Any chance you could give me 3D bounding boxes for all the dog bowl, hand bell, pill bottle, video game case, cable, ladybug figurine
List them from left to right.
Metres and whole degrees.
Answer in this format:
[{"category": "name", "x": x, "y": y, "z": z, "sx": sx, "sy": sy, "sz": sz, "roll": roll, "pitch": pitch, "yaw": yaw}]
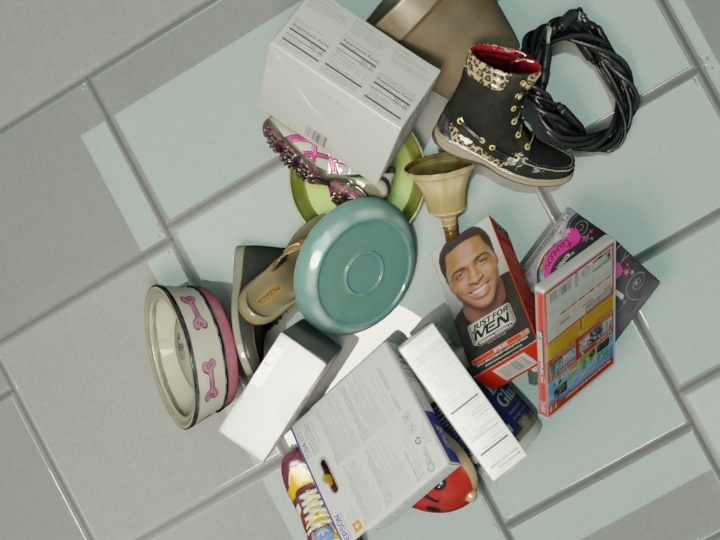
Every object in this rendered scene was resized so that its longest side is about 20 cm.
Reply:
[{"category": "dog bowl", "x": -0.233, "y": 0.113, "z": 1.615, "sx": 0.073, "sy": 0.199, "sz": 0.204, "roll": -13, "pitch": 90, "yaw": -25}, {"category": "ladybug figurine", "x": 0.071, "y": 0.269, "z": 1.605, "sx": 0.198, "sy": 0.072, "sz": 0.138, "roll": 24, "pitch": 124, "yaw": 28}, {"category": "hand bell", "x": 0.125, "y": -0.053, "z": 1.618, "sx": 0.102, "sy": 0.104, "sz": 0.203, "roll": -7, "pitch": 111, "yaw": 6}, {"category": "pill bottle", "x": 0.147, "y": 0.176, "z": 1.607, "sx": 0.111, "sy": 0.111, "sz": 0.200, "roll": -43, "pitch": 87, "yaw": 5}, {"category": "video game case", "x": 0.272, "y": 0.072, "z": 1.462, "sx": 0.017, "sy": 0.142, "sz": 0.203, "roll": 26, "pitch": 136, "yaw": 41}, {"category": "cable", "x": 0.298, "y": -0.247, "z": 1.583, "sx": 0.162, "sy": 0.051, "sz": 0.202, "roll": -34, "pitch": 101, "yaw": -27}]

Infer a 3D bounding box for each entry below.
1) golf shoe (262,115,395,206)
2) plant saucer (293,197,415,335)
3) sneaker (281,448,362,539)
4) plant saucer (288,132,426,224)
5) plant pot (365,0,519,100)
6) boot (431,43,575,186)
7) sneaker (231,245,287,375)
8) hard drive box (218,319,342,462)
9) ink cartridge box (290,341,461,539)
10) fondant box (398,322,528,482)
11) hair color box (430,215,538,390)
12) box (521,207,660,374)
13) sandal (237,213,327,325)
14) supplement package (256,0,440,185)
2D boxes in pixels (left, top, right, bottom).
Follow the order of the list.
[{"category": "golf shoe", "x": -0.045, "y": -0.159, "z": 1.617, "sx": 0.199, "sy": 0.073, "sz": 0.093, "roll": 36, "pitch": 76, "yaw": -2}, {"category": "plant saucer", "x": 0.000, "y": 0.000, "z": 1.596, "sx": 0.198, "sy": 0.027, "sz": 0.203, "roll": -15, "pitch": 118, "yaw": -29}, {"category": "sneaker", "x": -0.052, "y": 0.346, "z": 1.643, "sx": 0.074, "sy": 0.090, "sz": 0.202, "roll": -31, "pitch": 88, "yaw": 6}, {"category": "plant saucer", "x": -0.003, "y": -0.133, "z": 1.657, "sx": 0.196, "sy": 0.031, "sz": 0.204, "roll": 0, "pitch": 91, "yaw": 7}, {"category": "plant pot", "x": 0.118, "y": -0.325, "z": 1.573, "sx": 0.173, "sy": 0.200, "sz": 0.200, "roll": 41, "pitch": 95, "yaw": -12}, {"category": "boot", "x": 0.203, "y": -0.202, "z": 1.519, "sx": 0.197, "sy": 0.074, "sz": 0.152, "roll": 21, "pitch": 132, "yaw": 4}, {"category": "sneaker", "x": -0.122, "y": 0.047, "z": 1.618, "sx": 0.104, "sy": 0.075, "sz": 0.203, "roll": -5, "pitch": 59, "yaw": 3}, {"category": "hard drive box", "x": -0.104, "y": 0.158, "z": 1.588, "sx": 0.076, "sy": 0.200, "sz": 0.157, "roll": 33, "pitch": 94, "yaw": 2}, {"category": "ink cartridge box", "x": 0.016, "y": 0.234, "z": 1.565, "sx": 0.200, "sy": 0.043, "sz": 0.198, "roll": -43, "pitch": 56, "yaw": 24}, {"category": "fondant box", "x": 0.126, "y": 0.162, "z": 1.481, "sx": 0.058, "sy": 0.144, "sz": 0.201, "roll": -35, "pitch": 87, "yaw": 0}, {"category": "hair color box", "x": 0.170, "y": 0.041, "z": 1.519, "sx": 0.101, "sy": 0.061, "sz": 0.202, "roll": -32, "pitch": 52, "yaw": 20}, {"category": "box", "x": 0.281, "y": 0.045, "z": 1.560, "sx": 0.201, "sy": 0.132, "sz": 0.115, "roll": -54, "pitch": 44, "yaw": 4}, {"category": "sandal", "x": -0.087, "y": -0.004, "z": 1.591, "sx": 0.080, "sy": 0.054, "sz": 0.200, "roll": 44, "pitch": 63, "yaw": 6}, {"category": "supplement package", "x": -0.019, "y": -0.239, "z": 1.530, "sx": 0.199, "sy": 0.156, "sz": 0.111, "roll": 34, "pitch": 65, "yaw": 3}]
